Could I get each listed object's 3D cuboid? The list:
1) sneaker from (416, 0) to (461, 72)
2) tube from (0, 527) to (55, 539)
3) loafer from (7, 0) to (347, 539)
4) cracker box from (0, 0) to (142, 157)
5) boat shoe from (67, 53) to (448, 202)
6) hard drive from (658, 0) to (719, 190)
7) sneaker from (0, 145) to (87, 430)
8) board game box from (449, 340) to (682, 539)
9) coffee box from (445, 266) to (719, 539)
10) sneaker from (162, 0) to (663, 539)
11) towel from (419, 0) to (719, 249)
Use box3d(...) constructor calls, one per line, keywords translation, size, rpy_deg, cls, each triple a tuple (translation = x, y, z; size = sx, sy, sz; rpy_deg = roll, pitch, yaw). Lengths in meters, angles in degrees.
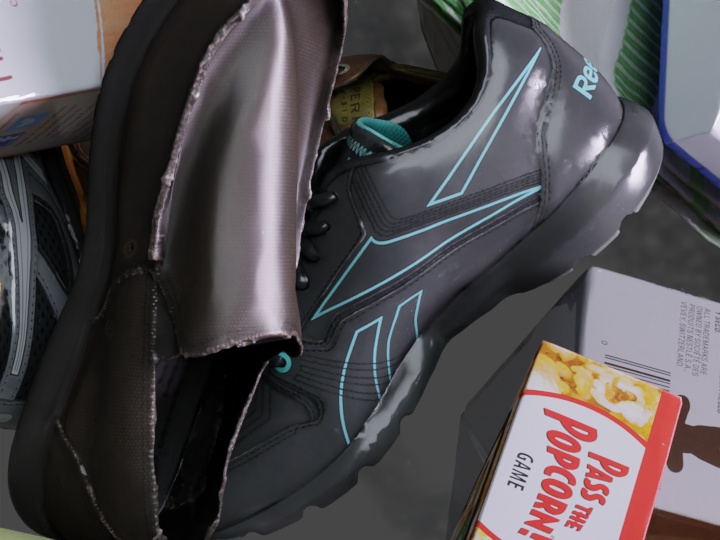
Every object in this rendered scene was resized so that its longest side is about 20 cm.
box3d(translation=(0.042, -0.156, 0.917), size=(0.077, 0.085, 0.200), rpy_deg=(-21, 74, -27), cls="sneaker")
box3d(translation=(-0.167, 0.085, 0.743), size=(0.199, 0.052, 0.058), rpy_deg=(6, 25, -12), cls="tube")
box3d(translation=(-0.039, -0.002, 0.741), size=(0.071, 0.201, 0.073), rpy_deg=(28, 19, 36), cls="loafer")
box3d(translation=(-0.158, -0.093, 0.716), size=(0.200, 0.058, 0.134), rpy_deg=(-15, 79, -42), cls="cracker box")
box3d(translation=(-0.008, -0.045, 0.857), size=(0.199, 0.068, 0.072), rpy_deg=(1, 66, -19), cls="boat shoe")
box3d(translation=(0.169, -0.059, 0.889), size=(0.200, 0.025, 0.132), rpy_deg=(34, 52, -43), cls="hard drive")
box3d(translation=(-0.135, -0.040, 0.790), size=(0.077, 0.078, 0.200), rpy_deg=(-3, 62, -57), cls="sneaker")
box3d(translation=(0.023, 0.138, 0.679), size=(0.046, 0.152, 0.200), rpy_deg=(22, 41, 2), cls="board game box")
box3d(translation=(0.140, 0.081, 0.824), size=(0.199, 0.114, 0.080), rpy_deg=(16, 60, -13), cls="coffee box")
box3d(translation=(0.000, 0.000, 0.798), size=(0.200, 0.075, 0.079), rpy_deg=(-45, 114, 0), cls="sneaker")
box3d(translation=(0.093, -0.107, 0.864), size=(0.200, 0.023, 0.153), rpy_deg=(36, 54, -32), cls="towel")
